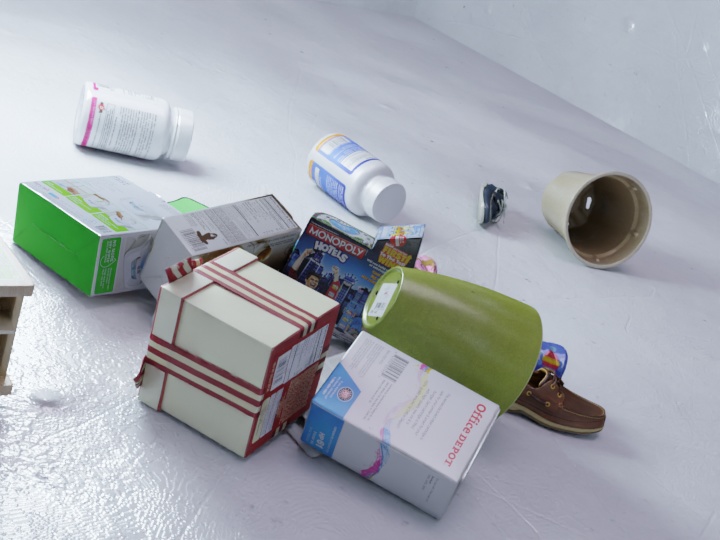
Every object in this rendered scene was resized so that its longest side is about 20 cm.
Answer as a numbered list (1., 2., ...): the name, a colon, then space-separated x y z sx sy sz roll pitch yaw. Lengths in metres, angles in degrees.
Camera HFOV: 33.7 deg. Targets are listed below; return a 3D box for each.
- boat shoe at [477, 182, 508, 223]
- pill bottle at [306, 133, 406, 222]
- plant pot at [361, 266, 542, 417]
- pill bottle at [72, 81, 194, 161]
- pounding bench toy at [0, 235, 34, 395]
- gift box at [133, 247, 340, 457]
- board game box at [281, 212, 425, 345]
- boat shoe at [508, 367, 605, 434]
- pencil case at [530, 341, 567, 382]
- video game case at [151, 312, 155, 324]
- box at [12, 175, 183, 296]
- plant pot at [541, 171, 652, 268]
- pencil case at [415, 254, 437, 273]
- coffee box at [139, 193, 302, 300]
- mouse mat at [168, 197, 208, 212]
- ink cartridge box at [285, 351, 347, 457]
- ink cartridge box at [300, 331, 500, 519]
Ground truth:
1. boat shoe: 0.275 -0.137 2.470 0.061 0.075 0.200 10 12 5
2. pill bottle: -0.005 -0.172 2.260 0.112 0.113 0.200 -2 31 -43
3. plant pot: 0.108 0.083 1.587 0.199 0.187 0.187 30 17 -21
4. pill bottle: -0.407 -0.262 2.132 0.199 0.114 0.113 11 23 -20
5. pounding bench toy: -0.468 0.037 1.321 0.124 0.157 0.200 0 29 -38
6. gift box: -0.160 0.088 1.416 0.186 0.185 0.200 27 24 21
7. board game box: 0.000 0.000 1.702 0.199 0.200 0.062 28 22 -4
8. boat shoe: 0.266 0.179 1.720 0.199 0.068 0.072 19 22 -1
9. pencil case: 0.212 0.125 1.788 0.199 0.078 0.087 18 -3 -3
10. video game case: -0.179 0.065 1.681 0.199 0.023 0.182 18 22 -2
11. box: -0.361 -0.056 1.683 0.199 0.097 0.176 29 25 35
12. plant pot: 0.476 -0.125 2.482 0.199 0.202 0.183 11 12 -21
13. pencil case: 0.031 0.005 1.915 0.199 0.083 0.087 7 39 -30
14. coffee box: -0.192 -0.024 1.645 0.199 0.115 0.080 -16 56 -45
15. mouse mat: -0.272 -0.070 1.939 0.160 0.008 0.200 26 22 15
16. ink cartridge box: -0.022 0.180 1.539 0.199 0.050 0.162 -18 40 -30
17. ink cartridge box: 0.050 0.186 1.437 0.199 0.085 0.145 28 44 11
